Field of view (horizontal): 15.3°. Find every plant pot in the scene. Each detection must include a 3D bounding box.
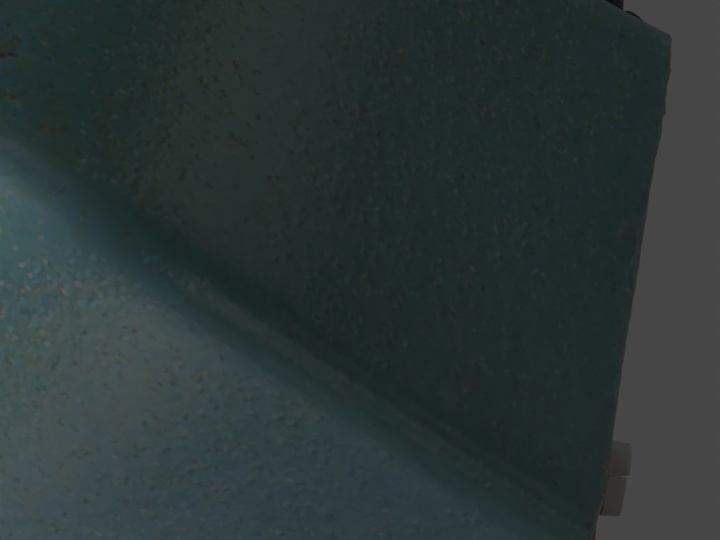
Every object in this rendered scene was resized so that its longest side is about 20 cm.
[{"bbox_3d":[-0.060,-0.005,0.737,0.196,0.199,0.197,-40,25,41],"label":"plant pot"}]

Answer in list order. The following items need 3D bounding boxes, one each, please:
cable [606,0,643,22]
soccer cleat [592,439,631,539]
[{"bbox_3d":[0.041,-0.102,0.907,0.200,0.050,0.164,86,161,-65],"label":"cable"},{"bbox_3d":[0.022,0.096,0.778,0.200,0.085,0.069,110,171,-61],"label":"soccer cleat"}]
